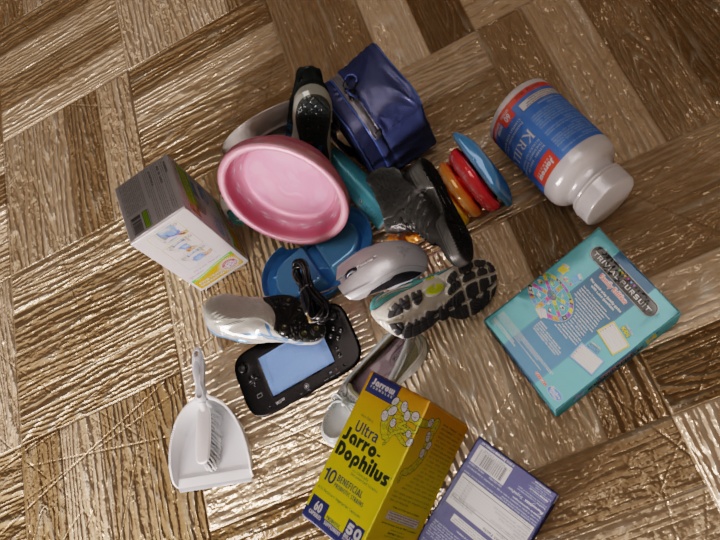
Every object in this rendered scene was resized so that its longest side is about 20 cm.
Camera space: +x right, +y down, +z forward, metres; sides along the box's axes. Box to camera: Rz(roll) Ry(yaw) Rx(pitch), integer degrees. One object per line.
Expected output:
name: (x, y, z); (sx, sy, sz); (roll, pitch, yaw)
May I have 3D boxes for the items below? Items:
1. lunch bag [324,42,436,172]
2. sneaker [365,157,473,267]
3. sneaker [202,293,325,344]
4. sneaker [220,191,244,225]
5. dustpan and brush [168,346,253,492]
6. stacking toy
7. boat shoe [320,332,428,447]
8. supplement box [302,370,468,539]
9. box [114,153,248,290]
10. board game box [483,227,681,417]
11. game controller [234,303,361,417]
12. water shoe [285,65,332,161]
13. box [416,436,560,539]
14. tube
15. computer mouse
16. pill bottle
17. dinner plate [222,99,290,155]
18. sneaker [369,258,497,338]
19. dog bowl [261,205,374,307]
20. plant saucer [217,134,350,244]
lunch bag: (0.018, -0.227, 0.982); (0.131, 0.200, 0.137); (-38, 67, 5)
sneaker: (0.078, -0.074, 0.907); (0.104, 0.059, 0.203); (-36, 62, 32)
sneaker: (-0.140, 0.078, 0.969); (0.195, 0.073, 0.073); (7, 56, 17)
sneaker: (-0.134, -0.138, 1.068); (0.196, 0.081, 0.078); (-23, 52, -10)
dustpan and brush: (-0.235, 0.220, 0.986); (0.136, 0.057, 0.205); (-13, 66, 16)
stacking toy: (0.117, -0.091, 0.960); (0.199, 0.109, 0.117); (-40, 68, 15)
boat shoe: (0.013, 0.158, 0.909); (0.202, 0.065, 0.074); (-46, 52, -2)
supplement box: (0.033, 0.254, 0.832); (0.108, 0.109, 0.203); (18, 76, 43)
box: (-0.278, -0.069, 1.033); (0.100, 0.200, 0.114); (-31, 61, 5)
board game box: (0.286, 0.067, 0.856); (0.199, 0.047, 0.152); (-38, 62, 3)
game controller: (-0.094, 0.135, 0.976); (0.197, 0.042, 0.106); (-30, 63, 8)
water shoe: (-0.074, -0.203, 0.944); (0.070, 0.201, 0.081); (2, 58, -14)
box: (0.146, 0.331, 0.817); (0.120, 0.032, 0.202); (32, 84, 28)
tube: (-0.023, -0.151, 1.011); (0.050, 0.078, 0.200); (-43, 86, -12)
computer mouse: (0.000, 0.000, 0.928); (0.196, 0.044, 0.111); (-21, 53, 1)
pill bottle: (0.281, -0.164, 0.908); (0.111, 0.112, 0.201); (-38, 61, 3)
dinner plate: (-0.127, -0.220, 1.044); (0.196, 0.200, 0.025); (-25, 86, 10)
sneaker: (0.102, 0.027, 0.894); (0.196, 0.080, 0.079); (-16, 18, -24)
dog bowl: (-0.061, -0.012, 1.015); (0.199, 0.050, 0.112); (-39, 62, 4)
plant saucer: (-0.107, -0.121, 0.941); (0.196, 0.202, 0.052); (1, 52, 20)
